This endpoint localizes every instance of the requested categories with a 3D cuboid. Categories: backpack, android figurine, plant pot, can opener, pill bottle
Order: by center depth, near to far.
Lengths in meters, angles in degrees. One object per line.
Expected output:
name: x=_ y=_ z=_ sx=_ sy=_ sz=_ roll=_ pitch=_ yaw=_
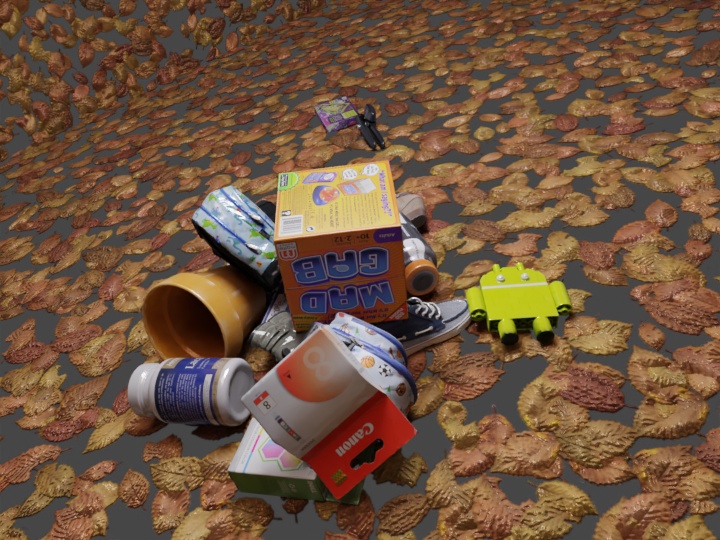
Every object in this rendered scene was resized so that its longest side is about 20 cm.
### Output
backpack: x=-0.003 y=0.174 z=0.985 sx=0.190 sy=0.200 sz=0.154 roll=30 pitch=68 yaw=26
pill bottle: x=-0.296 y=0.211 z=1.097 sx=0.199 sy=0.116 sz=0.116 roll=-3 pitch=38 yaw=18
android figurine: x=0.285 y=0.053 z=1.138 sx=0.181 sy=0.041 sz=0.200 roll=-3 pitch=39 yaw=5
backpack: x=-0.223 y=-0.065 z=1.196 sx=0.199 sy=0.154 sz=0.163 roll=25 pitch=1 yaw=-4
plant pot: x=-0.286 y=0.079 z=1.223 sx=0.199 sy=0.201 sz=0.183 roll=5 pitch=25 yaw=27
pill bottle: x=0.090 y=-0.031 z=1.278 sx=0.106 sy=0.107 sz=0.200 roll=-21 pitch=36 yaw=-7
can opener: x=0.026 y=-0.415 z=1.849 sx=0.063 sy=0.079 sz=0.201 roll=-9 pitch=45 yaw=-4

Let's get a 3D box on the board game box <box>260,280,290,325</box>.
board game box: x=-0.108 y=0.083 z=1.209 sx=0.135 sy=0.035 sz=0.200 roll=22 pitch=41 yaw=-2

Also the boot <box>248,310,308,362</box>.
boot: x=-0.094 y=0.106 z=1.120 sx=0.130 sy=0.068 sz=0.200 roll=33 pitch=36 yaw=25

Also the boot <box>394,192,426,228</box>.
boot: x=0.059 y=-0.117 z=1.447 sx=0.199 sy=0.071 sz=0.146 roll=-20 pitch=30 yaw=-8

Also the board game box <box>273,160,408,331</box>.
board game box: x=-0.031 y=-0.044 z=1.084 sx=0.199 sy=0.201 sz=0.200 roll=-7 pitch=39 yaw=1

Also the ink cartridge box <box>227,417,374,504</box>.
ink cartridge box: x=-0.090 y=0.289 z=0.963 sx=0.199 sy=0.060 sz=0.104 roll=-1 pitch=39 yaw=20

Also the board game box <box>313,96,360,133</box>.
board game box: x=-0.076 y=-0.510 z=2.039 sx=0.119 sy=0.032 sz=0.200 roll=-16 pitch=35 yaw=-6

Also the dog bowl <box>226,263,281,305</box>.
dog bowl: x=-0.190 y=-0.016 z=1.387 sx=0.199 sy=0.079 sz=0.201 roll=-10 pitch=36 yaw=7

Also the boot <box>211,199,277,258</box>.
boot: x=-0.203 y=-0.080 z=1.355 sx=0.162 sy=0.074 sz=0.198 roll=21 pitch=49 yaw=35

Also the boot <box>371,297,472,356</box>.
boot: x=0.116 y=0.084 z=1.129 sx=0.199 sy=0.091 sz=0.073 roll=-28 pitch=37 yaw=-15

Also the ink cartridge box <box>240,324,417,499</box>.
ink cartridge box: x=-0.046 y=0.203 z=0.873 sx=0.162 sy=0.200 sz=0.050 roll=-42 pitch=-9 yaw=9
